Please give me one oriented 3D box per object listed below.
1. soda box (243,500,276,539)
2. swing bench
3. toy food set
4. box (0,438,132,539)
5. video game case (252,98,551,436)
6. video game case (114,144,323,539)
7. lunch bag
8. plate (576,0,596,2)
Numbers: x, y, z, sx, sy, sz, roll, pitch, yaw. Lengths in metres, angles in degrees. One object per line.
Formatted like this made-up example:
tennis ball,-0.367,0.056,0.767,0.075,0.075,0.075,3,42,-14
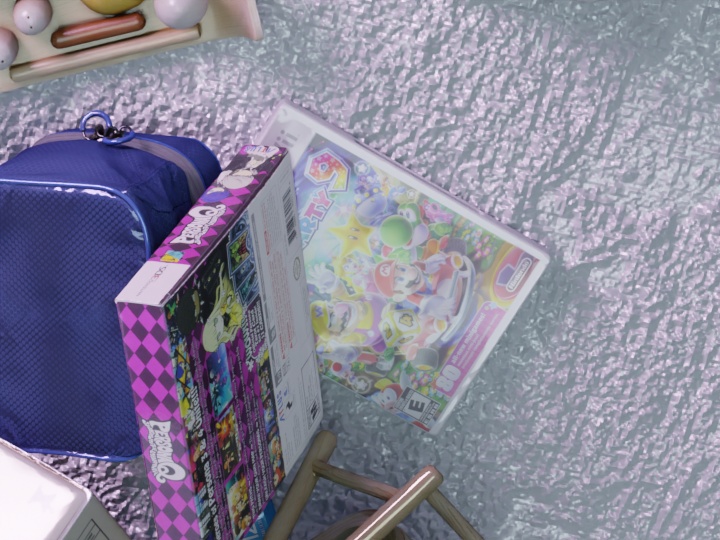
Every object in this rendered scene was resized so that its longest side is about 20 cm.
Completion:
soda box,-0.064,0.238,1.688,0.064,0.068,0.200,-16,109,2
swing bench,0.007,0.244,1.605,0.200,0.130,0.199,-52,121,-17
toy food set,-0.170,-0.183,1.544,0.200,0.060,0.144,-13,109,1
box,-0.208,0.198,1.574,0.109,0.200,0.128,27,72,25
video game case,0.000,0.000,1.638,0.200,0.018,0.143,29,105,-12
video game case,-0.079,0.055,1.542,0.036,0.181,0.200,7,125,21
lunch bag,-0.156,0.003,1.569,0.136,0.132,0.200,7,109,21
plate,0.049,-0.248,1.465,0.032,0.199,0.200,-24,110,-21
